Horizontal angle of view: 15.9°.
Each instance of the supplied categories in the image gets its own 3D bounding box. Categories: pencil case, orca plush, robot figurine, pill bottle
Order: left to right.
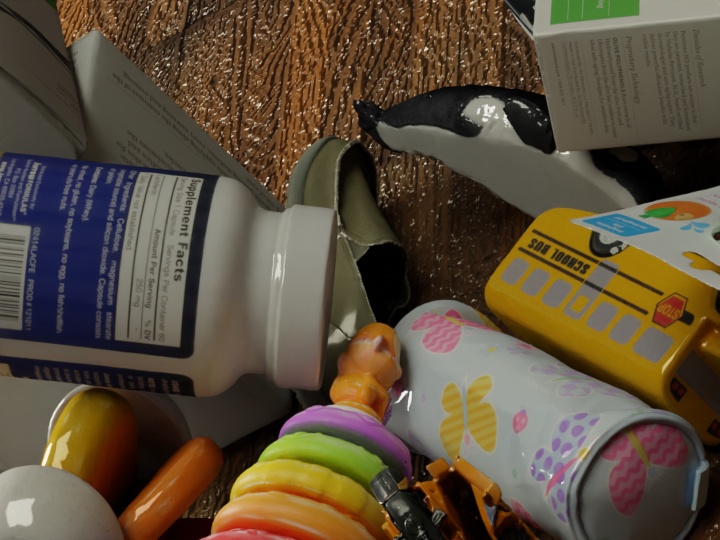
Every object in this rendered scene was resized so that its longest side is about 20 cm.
[{"bbox_3d":[-0.114,0.005,1.333,0.198,0.116,0.116,7,48,1],"label":"pill bottle"},{"bbox_3d":[0.078,0.162,1.179,0.058,0.145,0.200,-40,44,1],"label":"robot figurine"},{"bbox_3d":[0.096,-0.071,1.440,0.199,0.106,0.071,8,44,47],"label":"orca plush"},{"bbox_3d":[0.087,0.081,1.297,0.200,0.090,0.084,29,104,56],"label":"pencil case"}]

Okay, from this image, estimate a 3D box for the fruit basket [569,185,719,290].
[{"bbox_3d":[0.227,-0.024,1.172,0.185,0.199,0.094,29,120,55],"label":"fruit basket"}]

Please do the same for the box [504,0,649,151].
[{"bbox_3d":[0.192,-0.179,1.488,0.200,0.046,0.159,-42,34,5],"label":"box"}]

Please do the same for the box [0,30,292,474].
[{"bbox_3d":[-0.171,0.013,1.536,0.199,0.199,0.172,-29,37,25],"label":"box"}]

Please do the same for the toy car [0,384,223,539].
[{"bbox_3d":[-0.124,0.166,1.361,0.175,0.149,0.201,-56,-16,-63],"label":"toy car"}]

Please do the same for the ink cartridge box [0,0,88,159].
[{"bbox_3d":[-0.243,-0.099,1.473,0.146,0.084,0.200,-39,33,12],"label":"ink cartridge box"}]

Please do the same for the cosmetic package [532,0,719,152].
[{"bbox_3d":[0.195,-0.132,1.338,0.198,0.085,0.108,-7,42,12],"label":"cosmetic package"}]

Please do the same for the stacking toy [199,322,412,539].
[{"bbox_3d":[-0.017,0.109,1.275,0.109,0.116,0.201,18,56,7],"label":"stacking toy"}]

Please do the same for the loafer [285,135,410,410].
[{"bbox_3d":[0.000,0.000,1.495,0.069,0.075,0.201,-16,47,19],"label":"loafer"}]

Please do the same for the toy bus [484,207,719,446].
[{"bbox_3d":[0.151,0.027,1.299,0.078,0.065,0.200,-50,34,-7],"label":"toy bus"}]
